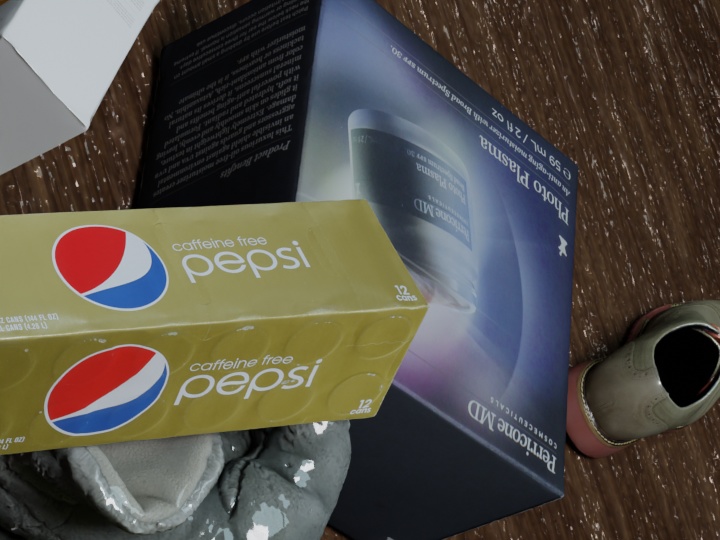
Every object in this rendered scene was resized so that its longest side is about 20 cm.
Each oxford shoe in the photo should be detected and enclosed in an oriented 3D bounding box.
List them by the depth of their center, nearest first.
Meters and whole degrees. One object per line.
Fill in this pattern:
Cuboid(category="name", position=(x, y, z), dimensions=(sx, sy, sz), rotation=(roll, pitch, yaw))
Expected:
Cuboid(category="oxford shoe", position=(0.191, 0.056, 1.433), dimensions=(0.200, 0.075, 0.071), rotation=(-30, 94, -55))

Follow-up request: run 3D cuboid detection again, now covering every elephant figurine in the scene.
Cuboid(category="elephant figurine", position=(-0.115, 0.082, 1.006), dimensions=(0.200, 0.155, 0.142), rotation=(21, 98, -32))

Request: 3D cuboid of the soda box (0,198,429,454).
Cuboid(category="soda box", position=(-0.078, 0.020, 0.952), dimensions=(0.200, 0.068, 0.064), rotation=(-4, 47, -33))

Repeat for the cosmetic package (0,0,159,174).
Cuboid(category="cosmetic package", position=(-0.171, -0.059, 0.925), dimensions=(0.051, 0.200, 0.083), rotation=(47, 39, -26))

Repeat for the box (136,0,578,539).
Cuboid(category="box", position=(0.000, 0.000, 1.182), dimensions=(0.200, 0.123, 0.199), rotation=(34, 48, -36))
